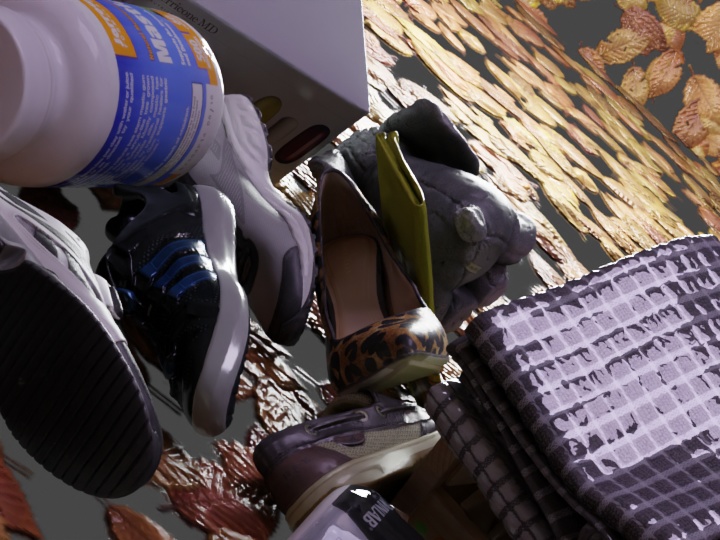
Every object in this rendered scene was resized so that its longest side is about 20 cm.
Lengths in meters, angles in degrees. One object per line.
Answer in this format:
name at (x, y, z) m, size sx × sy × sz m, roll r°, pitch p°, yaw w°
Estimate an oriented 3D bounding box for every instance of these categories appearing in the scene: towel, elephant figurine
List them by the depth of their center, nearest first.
towel at (0.151, 0.076, 0.841) m, size 0.199 × 0.086 × 0.166 m, roll -17°, pitch 63°, yaw -36°
towel at (0.037, 0.014, 1.078) m, size 0.086 × 0.018 × 0.201 m, roll -117°, pitch -165°, yaw -49°
elephant figurine at (0.022, -0.057, 1.248) m, size 0.141 × 0.155 × 0.200 m, roll -12°, pitch 55°, yaw -51°

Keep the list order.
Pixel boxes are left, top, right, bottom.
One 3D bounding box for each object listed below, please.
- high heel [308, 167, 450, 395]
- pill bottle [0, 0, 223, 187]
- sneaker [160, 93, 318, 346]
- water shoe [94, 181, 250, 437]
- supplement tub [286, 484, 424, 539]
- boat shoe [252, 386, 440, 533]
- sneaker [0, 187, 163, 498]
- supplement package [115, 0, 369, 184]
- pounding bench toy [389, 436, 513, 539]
high heel at (0.000, 0.000, 1.011) m, size 0.200 × 0.071 × 0.143 m, roll 147°, pitch -72°, yaw -83°
pill bottle at (-0.170, -0.103, 0.967) m, size 0.112 × 0.112 × 0.200 m, roll 47°, pitch 17°, yaw 14°
sneaker at (-0.084, -0.030, 1.073) m, size 0.079 × 0.074 × 0.201 m, roll -6°, pitch 50°, yaw -27°
water shoe at (-0.107, 0.020, 0.922) m, size 0.078 × 0.072 × 0.200 m, roll 7°, pitch 30°, yaw -13°
supplement tub at (0.026, 0.194, 0.677) m, size 0.200 × 0.123 × 0.122 m, roll 44°, pitch 18°, yaw 6°
boat shoe at (0.006, 0.096, 0.942) m, size 0.065 × 0.073 × 0.200 m, roll 51°, pitch 19°, yaw 11°
sneaker at (-0.143, 0.021, 0.797) m, size 0.200 × 0.074 × 0.088 m, roll 50°, pitch 21°, yaw 21°
supplement package at (-0.103, -0.187, 1.235) m, size 0.200 × 0.111 × 0.156 m, roll 29°, pitch 42°, yaw -35°
pounding bench toy at (0.092, 0.157, 0.890) m, size 0.200 × 0.124 × 0.156 m, roll -30°, pitch 72°, yaw -41°
